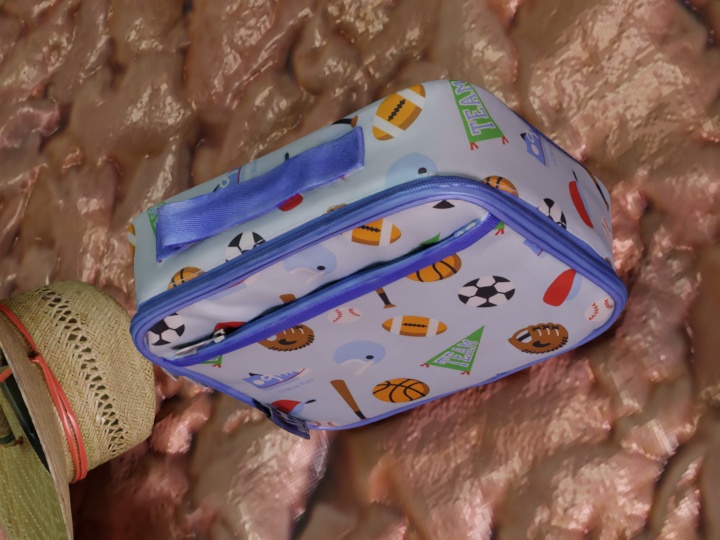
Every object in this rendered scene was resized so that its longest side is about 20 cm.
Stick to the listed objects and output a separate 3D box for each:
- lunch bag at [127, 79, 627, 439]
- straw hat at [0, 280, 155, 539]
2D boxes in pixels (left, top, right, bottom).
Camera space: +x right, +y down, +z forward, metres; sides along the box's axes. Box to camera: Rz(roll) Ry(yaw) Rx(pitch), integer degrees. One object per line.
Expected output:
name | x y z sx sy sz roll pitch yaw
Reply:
lunch bag | 0.000 0.000 0.942 0.199 0.160 0.076 -24 56 30
straw hat | -0.149 0.053 1.095 0.085 0.202 0.201 -22 42 -22
